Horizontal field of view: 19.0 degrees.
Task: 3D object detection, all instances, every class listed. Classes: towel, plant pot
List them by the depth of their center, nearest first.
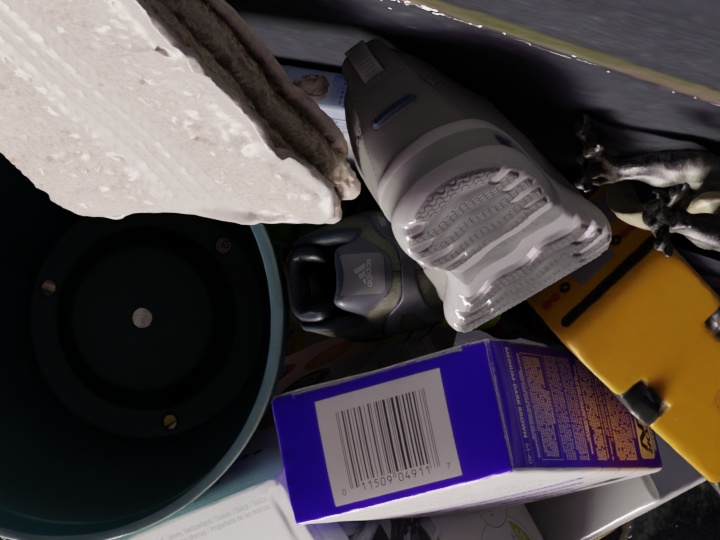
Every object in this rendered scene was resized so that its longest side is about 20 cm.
[{"bbox_3d":[-0.094,-0.068,0.723,0.132,0.035,0.200,2,155,31],"label":"towel"},{"bbox_3d":[-0.121,0.023,1.037,0.200,0.200,0.188,14,-179,8],"label":"plant pot"}]

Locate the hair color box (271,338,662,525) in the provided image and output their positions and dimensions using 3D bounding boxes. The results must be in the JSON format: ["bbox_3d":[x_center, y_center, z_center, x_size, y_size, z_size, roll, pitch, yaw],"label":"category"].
[{"bbox_3d":[0.055,0.077,1.006,0.109,0.065,0.200,-16,167,23],"label":"hair color box"}]

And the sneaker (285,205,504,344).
[{"bbox_3d":[0.000,0.000,1.008,0.081,0.074,0.200,-5,175,-17],"label":"sneaker"}]

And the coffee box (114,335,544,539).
[{"bbox_3d":[-0.035,0.172,1.132,0.200,0.200,0.198,-23,-166,30],"label":"coffee box"}]

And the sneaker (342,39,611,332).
[{"bbox_3d":[0.044,-0.036,0.830,0.075,0.082,0.200,-30,161,3],"label":"sneaker"}]

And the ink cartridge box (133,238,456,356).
[{"bbox_3d":[-0.047,0.031,1.310,0.200,0.145,0.145,14,175,-6],"label":"ink cartridge box"}]

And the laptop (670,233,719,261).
[{"bbox_3d":[0.257,0.055,0.977,0.177,0.103,0.200,18,174,-30],"label":"laptop"}]

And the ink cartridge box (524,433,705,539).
[{"bbox_3d":[0.146,0.106,1.264,0.144,0.084,0.200,-33,169,33],"label":"ink cartridge box"}]

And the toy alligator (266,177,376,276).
[{"bbox_3d":[-0.027,-0.025,1.127,0.200,0.059,0.054,14,175,4],"label":"toy alligator"}]

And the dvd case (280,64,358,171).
[{"bbox_3d":[-0.047,-0.070,0.943,0.200,0.018,0.143,11,173,28],"label":"dvd case"}]

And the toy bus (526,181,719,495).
[{"bbox_3d":[0.147,0.039,0.991,0.200,0.065,0.078,40,-172,-48],"label":"toy bus"}]

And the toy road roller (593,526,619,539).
[{"bbox_3d":[0.073,0.166,1.332,0.200,0.123,0.146,-27,172,-19],"label":"toy road roller"}]

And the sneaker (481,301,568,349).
[{"bbox_3d":[0.137,0.019,1.093,0.086,0.080,0.200,-3,170,40],"label":"sneaker"}]

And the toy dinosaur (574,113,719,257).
[{"bbox_3d":[0.129,-0.026,0.805,0.088,0.048,0.200,10,-179,-34],"label":"toy dinosaur"}]

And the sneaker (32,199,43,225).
[{"bbox_3d":[-0.173,-0.055,1.162,0.077,0.073,0.200,49,165,9],"label":"sneaker"}]
